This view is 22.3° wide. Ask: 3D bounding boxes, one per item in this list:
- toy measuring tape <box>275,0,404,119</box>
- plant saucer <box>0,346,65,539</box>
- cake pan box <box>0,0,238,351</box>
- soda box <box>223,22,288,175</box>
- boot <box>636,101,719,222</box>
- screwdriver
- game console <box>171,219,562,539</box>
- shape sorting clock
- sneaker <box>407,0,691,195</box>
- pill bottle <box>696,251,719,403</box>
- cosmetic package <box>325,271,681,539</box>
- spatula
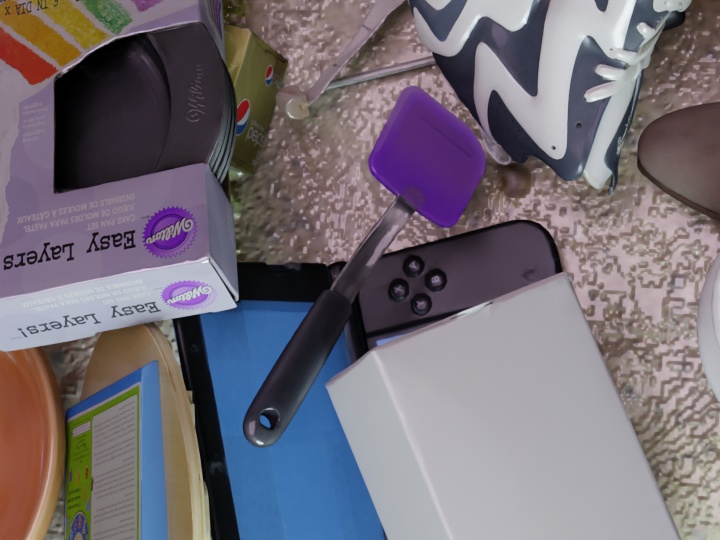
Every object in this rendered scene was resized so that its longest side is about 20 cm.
[{"bbox_3d":[0.011,-0.171,0.929,0.074,0.074,0.200,43,91,17],"label":"toy measuring tape"},{"bbox_3d":[-0.239,0.103,0.964,0.199,0.037,0.201,-7,72,21],"label":"plant saucer"},{"bbox_3d":[-0.153,-0.055,0.872,0.199,0.052,0.185,-10,63,10],"label":"cake pan box"},{"bbox_3d":[-0.144,-0.111,0.970,0.199,0.064,0.068,16,86,17],"label":"soda box"},{"bbox_3d":[0.222,-0.071,0.814,0.199,0.146,0.071,7,69,12],"label":"boot"},{"bbox_3d":[0.067,-0.116,0.931,0.199,0.029,0.028,-10,78,13],"label":"screwdriver"},{"bbox_3d":[0.021,0.080,0.865,0.170,0.118,0.201,-14,78,13],"label":"game console"},{"bbox_3d":[-0.107,0.122,0.873,0.039,0.200,0.201,5,80,-23],"label":"shape sorting clock"},{"bbox_3d":[0.126,-0.104,0.859,0.198,0.079,0.130,-14,105,28],"label":"sneaker"},{"bbox_3d":[0.203,0.028,0.779,0.114,0.200,0.115,-3,81,15],"label":"pill bottle"},{"bbox_3d":[0.075,0.116,0.816,0.107,0.085,0.201,-18,80,-20],"label":"cosmetic package"},{"bbox_3d":[0.000,0.000,0.861,0.056,0.021,0.201,36,69,-11],"label":"spatula"}]
